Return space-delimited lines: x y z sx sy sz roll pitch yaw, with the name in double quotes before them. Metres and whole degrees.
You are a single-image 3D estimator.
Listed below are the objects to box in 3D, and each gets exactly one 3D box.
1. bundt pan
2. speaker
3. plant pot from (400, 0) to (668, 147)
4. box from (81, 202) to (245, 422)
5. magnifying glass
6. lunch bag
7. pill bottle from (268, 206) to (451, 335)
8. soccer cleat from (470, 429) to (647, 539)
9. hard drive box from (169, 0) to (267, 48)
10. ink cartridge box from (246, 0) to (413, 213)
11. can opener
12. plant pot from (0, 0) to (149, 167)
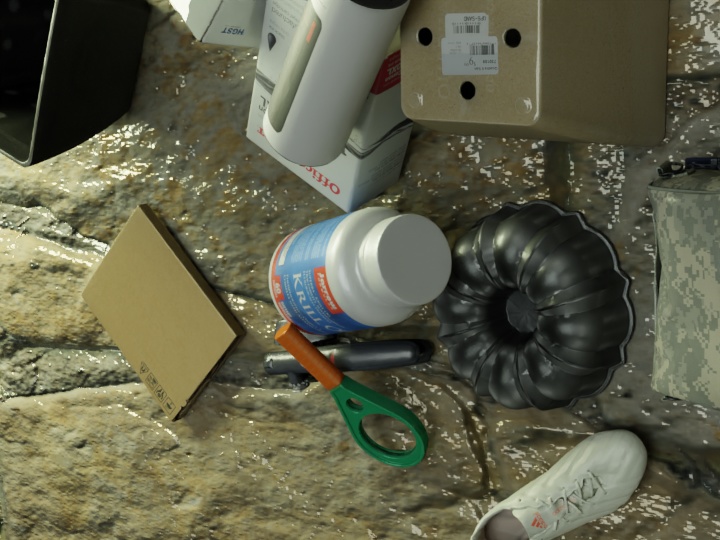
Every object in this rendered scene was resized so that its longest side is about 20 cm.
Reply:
"bundt pan" 0.149 0.040 1.251 0.200 0.075 0.205 9 106 34
"speaker" -0.021 -0.181 1.141 0.081 0.081 0.201 50 144 17
"plant pot" 0.135 -0.203 1.143 0.198 0.176 0.203 8 104 35
"box" -0.234 0.050 1.570 0.201 0.021 0.164 51 124 17
"magnifying glass" -0.009 0.127 1.365 0.200 0.023 0.079 44 135 -15
"lunch bag" 0.311 0.015 1.083 0.166 0.139 0.203 4 102 35
"pill bottle" 0.000 0.000 1.291 0.199 0.111 0.114 -14 92 60
"soccer cleat" 0.186 0.216 1.260 0.200 0.077 0.070 -41 76 35
"hard drive box" -0.070 -0.312 1.280 0.077 0.155 0.201 52 124 27
"ink cartridge box" -0.022 -0.177 1.279 0.145 0.083 0.201 37 140 20
"can opener" -0.018 0.087 1.393 0.198 0.063 0.080 -1 99 37
"plant pot" -0.351 -0.253 1.494 0.199 0.177 0.202 28 115 27
